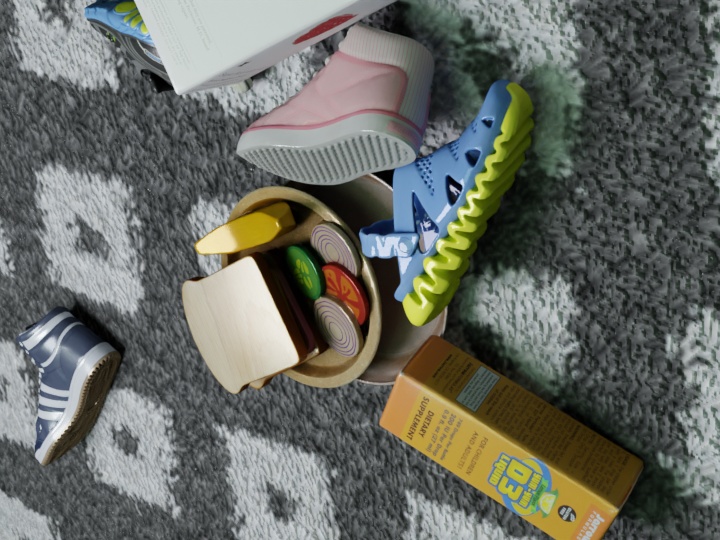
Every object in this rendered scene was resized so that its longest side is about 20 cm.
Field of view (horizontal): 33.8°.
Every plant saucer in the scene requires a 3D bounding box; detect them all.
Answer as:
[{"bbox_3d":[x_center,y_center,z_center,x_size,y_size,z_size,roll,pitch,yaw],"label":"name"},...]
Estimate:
[{"bbox_3d":[0.000,0.000,1.020,0.199,0.032,0.202,19,122,33],"label":"plant saucer"}]

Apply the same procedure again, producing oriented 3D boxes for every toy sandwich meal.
[{"bbox_3d":[-0.071,0.024,1.023,0.204,0.070,0.207,19,121,34],"label":"toy sandwich meal"}]

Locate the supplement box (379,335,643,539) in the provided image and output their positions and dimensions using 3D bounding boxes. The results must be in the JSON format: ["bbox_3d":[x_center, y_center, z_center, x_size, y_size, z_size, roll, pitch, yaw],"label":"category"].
[{"bbox_3d":[0.118,0.137,0.939,0.199,0.069,0.067,29,128,13],"label":"supplement box"}]

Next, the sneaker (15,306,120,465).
[{"bbox_3d":[-0.351,0.128,1.359,0.108,0.070,0.201,41,125,12],"label":"sneaker"}]

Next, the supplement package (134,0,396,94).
[{"bbox_3d":[-0.052,-0.225,0.849,0.199,0.121,0.121,-23,95,22],"label":"supplement package"}]

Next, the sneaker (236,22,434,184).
[{"bbox_3d":[-0.016,-0.131,0.934,0.199,0.075,0.106,-4,65,50],"label":"sneaker"}]

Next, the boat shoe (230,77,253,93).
[{"bbox_3d":[-0.122,-0.242,0.985,0.075,0.062,0.201,35,150,55],"label":"boat shoe"}]

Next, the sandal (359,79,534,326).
[{"bbox_3d":[0.060,-0.057,0.887,0.087,0.079,0.201,34,114,14],"label":"sandal"}]

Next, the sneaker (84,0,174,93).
[{"bbox_3d":[-0.184,-0.197,1.020,0.199,0.070,0.083,37,148,56],"label":"sneaker"}]
